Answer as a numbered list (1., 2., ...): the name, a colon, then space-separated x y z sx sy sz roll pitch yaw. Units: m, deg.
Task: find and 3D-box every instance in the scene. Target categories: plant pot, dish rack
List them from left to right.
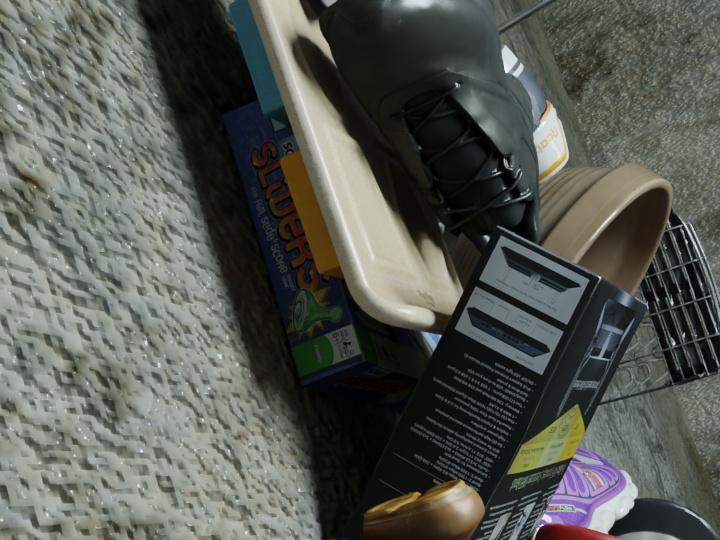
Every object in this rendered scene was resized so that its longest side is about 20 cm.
1. plant pot: 0.119 0.004 0.987 0.092 0.201 0.201 33 1 22
2. dish rack: 0.186 0.030 1.109 0.054 0.199 0.154 -17 87 -49

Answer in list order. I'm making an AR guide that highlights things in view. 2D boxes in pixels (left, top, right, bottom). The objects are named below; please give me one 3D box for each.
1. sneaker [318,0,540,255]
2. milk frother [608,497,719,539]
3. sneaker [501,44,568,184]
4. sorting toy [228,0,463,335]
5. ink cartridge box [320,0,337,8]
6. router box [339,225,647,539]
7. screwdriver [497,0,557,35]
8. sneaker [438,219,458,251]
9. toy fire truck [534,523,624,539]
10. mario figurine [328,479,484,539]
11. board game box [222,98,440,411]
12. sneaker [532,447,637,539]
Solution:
1. sneaker: 0.046 -0.067 0.671 0.200 0.076 0.091 37 35 -58
2. milk frother: 0.239 0.248 0.964 0.188 0.199 0.182 -23 96 -76
3. sneaker: 0.057 -0.073 0.862 0.080 0.078 0.200 51 -11 -10
4. sorting toy: -0.005 -0.055 0.681 0.201 0.036 0.185 66 14 12
5. ink cartridge box: -0.056 -0.209 0.689 0.200 0.044 0.094 49 11 -1
6. router box: 0.069 0.069 0.684 0.052 0.158 0.200 27 3 17
7. screwdriver: 0.049 -0.115 0.772 0.028 0.199 0.029 43 30 -29
8. sneaker: 0.081 -0.065 1.029 0.200 0.080 0.077 21 52 -79
9. toy fire truck: 0.164 0.216 0.750 0.168 0.199 0.113 48 55 -56
10. mario figurine: 0.056 0.181 0.540 0.201 0.123 0.106 64 2 -3
11. board game box: 0.000 0.000 0.749 0.200 0.034 0.136 26 44 -69
12. sneaker: 0.128 0.139 0.954 0.084 0.080 0.200 64 14 3
